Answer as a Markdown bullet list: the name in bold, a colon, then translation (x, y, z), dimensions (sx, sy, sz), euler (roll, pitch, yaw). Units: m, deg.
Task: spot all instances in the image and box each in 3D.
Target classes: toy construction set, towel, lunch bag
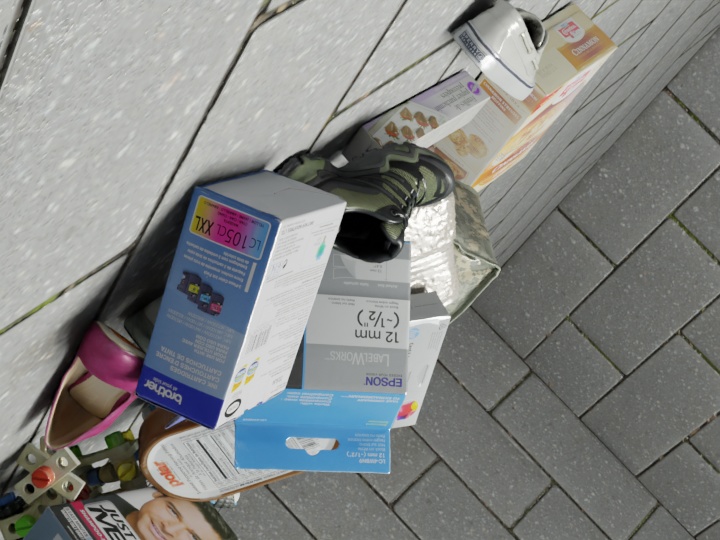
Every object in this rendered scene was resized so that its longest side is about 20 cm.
- **toy construction set**: translation (-0.264, 0.202, 1.383), dimensions (0.131, 0.092, 0.200), euler (-20, 170, 15)
- **towel**: translation (0.000, 0.000, 1.397), dimensions (0.200, 0.034, 0.133), euler (-17, 130, -14)
- **lunch bag**: translation (0.034, -0.001, 1.551), dimensions (0.200, 0.118, 0.164), euler (-48, -156, 23)

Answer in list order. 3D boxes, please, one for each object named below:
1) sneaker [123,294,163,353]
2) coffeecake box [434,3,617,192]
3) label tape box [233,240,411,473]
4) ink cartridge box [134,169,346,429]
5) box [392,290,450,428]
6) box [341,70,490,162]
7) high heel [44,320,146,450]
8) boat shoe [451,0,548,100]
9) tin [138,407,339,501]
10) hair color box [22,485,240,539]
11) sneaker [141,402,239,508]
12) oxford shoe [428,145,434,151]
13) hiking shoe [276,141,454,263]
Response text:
- **sneaker**: translation (-0.136, 0.050, 1.287), dimensions (0.089, 0.074, 0.200), euler (-41, 173, -4)
- **coffeecake box**: translation (0.168, -0.180, 1.632), dimensions (0.154, 0.073, 0.200), euler (-36, 169, -43)
- **label tape box**: translation (-0.033, 0.071, 1.287), dimensions (0.143, 0.200, 0.066), euler (4, 168, -13)
- **ink cartridge box**: translation (-0.094, 0.033, 1.132), dimensions (0.136, 0.076, 0.200), euler (-23, 132, -68)
- **box**: translation (-0.026, 0.099, 1.414), dimensions (0.200, 0.041, 0.156), euler (-8, 135, -24)
- **box**: translation (0.054, -0.137, 1.395), dimensions (0.200, 0.039, 0.041), euler (-35, 170, -50)
- **high heel**: translation (-0.214, 0.097, 1.170), dimensions (0.096, 0.067, 0.200), euler (-53, -172, -14)
- **boat shoe**: translation (0.137, -0.206, 1.353), dimensions (0.066, 0.072, 0.200), euler (-41, 165, 13)
- **tin**: translation (-0.108, 0.152, 1.362), dimensions (0.200, 0.112, 0.042), euler (-19, -143, 13)
- **hair color box**: translation (-0.201, 0.254, 1.348), dimensions (0.061, 0.099, 0.200), euler (-51, 156, 21)
- **sneaker**: translation (-0.163, 0.161, 1.515), dimensions (0.075, 0.200, 0.087), euler (22, 108, -36)
- **oxford shoe**: translation (0.008, -0.055, 1.469), dimensions (0.200, 0.073, 0.071), euler (-44, 172, -3)
- **hiking shoe**: translation (0.012, -0.047, 1.264), dimensions (0.200, 0.101, 0.076), euler (-11, 151, -40)
